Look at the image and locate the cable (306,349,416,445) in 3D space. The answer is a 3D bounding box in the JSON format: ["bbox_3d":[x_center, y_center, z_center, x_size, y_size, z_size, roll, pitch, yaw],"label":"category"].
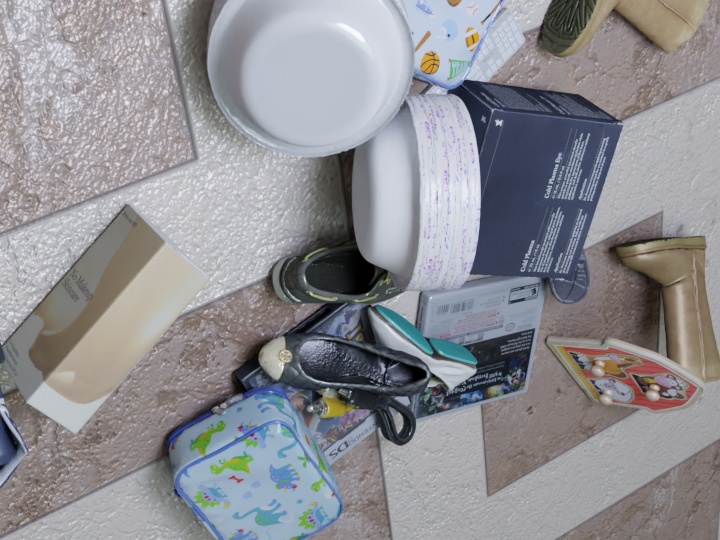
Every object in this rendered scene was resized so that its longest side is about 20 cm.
[{"bbox_3d":[0.009,0.148,1.399,0.199,0.050,0.098,33,76,-53],"label":"cable"}]

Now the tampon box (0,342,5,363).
[{"bbox_3d":[-0.423,0.026,0.966,0.198,0.150,0.128,-21,127,-26],"label":"tampon box"}]

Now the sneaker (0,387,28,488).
[{"bbox_3d":[-0.311,0.085,0.906,0.069,0.108,0.203,-16,127,-29],"label":"sneaker"}]

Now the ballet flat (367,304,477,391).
[{"bbox_3d":[0.066,0.103,1.394,0.199,0.069,0.070,27,97,-44],"label":"ballet flat"}]

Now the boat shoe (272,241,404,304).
[{"bbox_3d":[0.000,0.003,1.307,0.199,0.060,0.073,-6,89,-33],"label":"boat shoe"}]

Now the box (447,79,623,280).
[{"bbox_3d":[0.177,-0.103,1.338,0.179,0.104,0.203,2,116,-27],"label":"box"}]

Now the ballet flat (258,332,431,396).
[{"bbox_3d":[-0.016,0.102,1.300,0.196,0.057,0.068,7,73,-10],"label":"ballet flat"}]

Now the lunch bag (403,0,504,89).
[{"bbox_3d":[0.059,-0.287,1.196,0.198,0.075,0.162,18,100,-40],"label":"lunch bag"}]

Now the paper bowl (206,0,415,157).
[{"bbox_3d":[-0.047,-0.199,1.095,0.197,0.105,0.203,-3,127,-4],"label":"paper bowl"}]

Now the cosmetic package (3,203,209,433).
[{"bbox_3d":[-0.252,0.045,1.133,0.201,0.105,0.071,-50,132,-4],"label":"cosmetic package"}]

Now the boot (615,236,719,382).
[{"bbox_3d":[0.429,0.057,1.590,0.173,0.066,0.204,-4,89,-33],"label":"boot"}]

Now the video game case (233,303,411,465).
[{"bbox_3d":[-0.039,0.142,1.390,0.180,0.025,0.202,-35,130,-15],"label":"video game case"}]

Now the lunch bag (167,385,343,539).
[{"bbox_3d":[-0.122,0.236,1.328,0.159,0.083,0.201,-28,129,3],"label":"lunch bag"}]

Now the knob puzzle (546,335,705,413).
[{"bbox_3d":[0.371,0.154,1.581,0.220,0.217,0.031,48,57,-41],"label":"knob puzzle"}]

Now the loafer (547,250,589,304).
[{"bbox_3d":[0.254,-0.059,1.479,0.071,0.063,0.203,-8,113,1],"label":"loafer"}]

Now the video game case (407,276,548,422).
[{"bbox_3d":[0.151,0.095,1.505,0.197,0.023,0.185,-10,119,-32],"label":"video game case"}]

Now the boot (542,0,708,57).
[{"bbox_3d":[0.323,-0.304,1.383,0.198,0.066,0.177,20,102,-42],"label":"boot"}]

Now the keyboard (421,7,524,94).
[{"bbox_3d":[0.111,-0.210,1.316,0.200,0.011,0.056,-46,132,-6],"label":"keyboard"}]

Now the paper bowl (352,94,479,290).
[{"bbox_3d":[0.051,-0.081,1.205,0.102,0.201,0.204,-1,117,-9],"label":"paper bowl"}]
